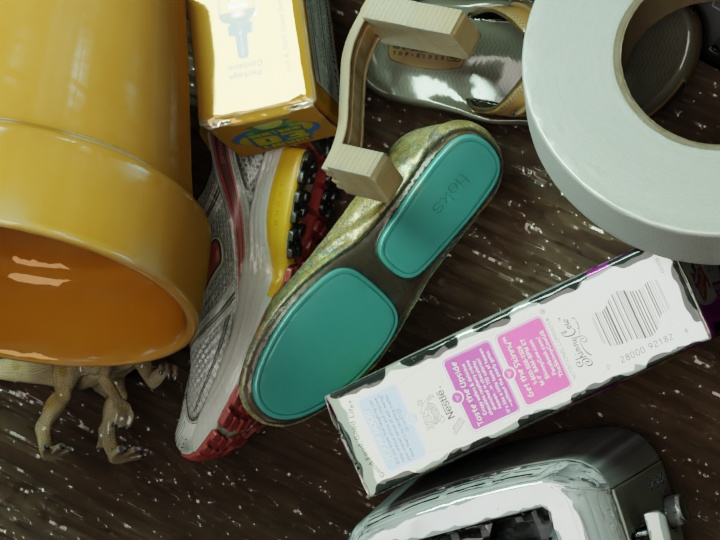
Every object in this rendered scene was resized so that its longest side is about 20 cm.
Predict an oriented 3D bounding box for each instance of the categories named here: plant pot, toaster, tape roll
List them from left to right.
[{"bbox_3d":[-0.165,-0.071,1.540,0.199,0.200,0.184,4,68,14],"label":"plant pot"},{"bbox_3d":[0.073,0.155,1.589,0.199,0.129,0.114,-15,89,15],"label":"toaster"},{"bbox_3d":[0.180,-0.100,1.502,0.201,0.037,0.204,-2,66,5],"label":"tape roll"}]

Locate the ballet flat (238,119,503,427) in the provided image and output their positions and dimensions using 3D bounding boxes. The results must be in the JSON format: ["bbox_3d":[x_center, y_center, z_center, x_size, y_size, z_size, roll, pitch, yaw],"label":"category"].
[{"bbox_3d":[0.000,0.000,1.611,0.071,0.071,0.200,38,81,9],"label":"ballet flat"}]

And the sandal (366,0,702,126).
[{"bbox_3d":[0.083,-0.118,1.600,0.199,0.055,0.082,7,94,20],"label":"sandal"}]

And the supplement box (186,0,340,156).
[{"bbox_3d":[-0.057,-0.167,1.606,0.066,0.069,0.201,-11,72,13],"label":"supplement box"}]

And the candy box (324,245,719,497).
[{"bbox_3d":[0.094,0.046,1.573,0.199,0.136,0.061,-27,86,14],"label":"candy box"}]

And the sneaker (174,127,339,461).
[{"bbox_3d":[-0.070,0.007,1.651,0.082,0.078,0.201,13,89,20],"label":"sneaker"}]

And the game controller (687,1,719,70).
[{"bbox_3d":[0.264,-0.124,1.567,0.199,0.042,0.105,29,100,11],"label":"game controller"}]

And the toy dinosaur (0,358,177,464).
[{"bbox_3d":[-0.152,0.055,1.664,0.199,0.058,0.102,-25,60,41],"label":"toy dinosaur"}]

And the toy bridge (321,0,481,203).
[{"bbox_3d":[0.031,-0.131,1.587,0.067,0.027,0.201,13,68,38],"label":"toy bridge"}]
